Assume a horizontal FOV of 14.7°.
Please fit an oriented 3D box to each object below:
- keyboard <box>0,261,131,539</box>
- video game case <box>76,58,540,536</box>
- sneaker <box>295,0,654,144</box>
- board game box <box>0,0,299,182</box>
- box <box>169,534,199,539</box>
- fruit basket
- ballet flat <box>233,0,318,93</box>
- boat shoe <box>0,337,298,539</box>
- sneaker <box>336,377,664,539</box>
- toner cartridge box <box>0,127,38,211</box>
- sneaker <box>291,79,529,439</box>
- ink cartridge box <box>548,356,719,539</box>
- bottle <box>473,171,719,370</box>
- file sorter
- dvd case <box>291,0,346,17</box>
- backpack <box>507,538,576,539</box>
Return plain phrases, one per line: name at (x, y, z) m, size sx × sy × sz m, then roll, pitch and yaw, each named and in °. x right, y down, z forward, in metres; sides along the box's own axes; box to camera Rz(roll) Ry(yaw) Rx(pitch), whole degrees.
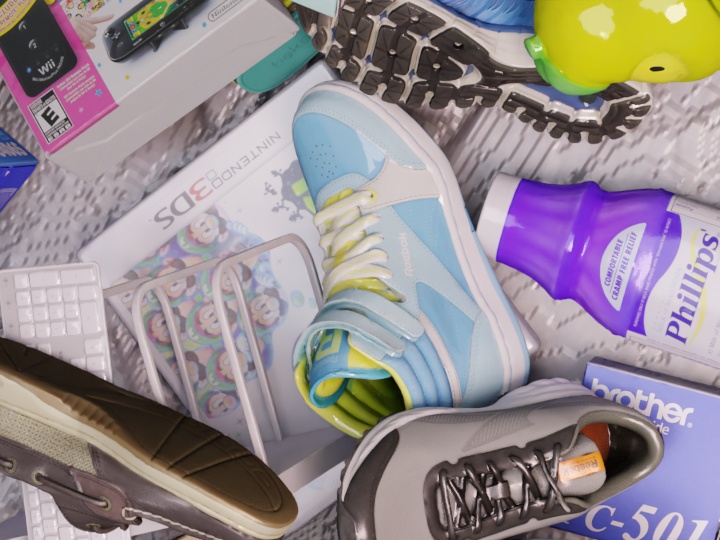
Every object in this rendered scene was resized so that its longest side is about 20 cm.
keyboard at (-0.148, 0.097, 1.420) m, size 0.056 × 0.011 × 0.200 m, roll -5°, pitch 95°, yaw 22°
video game case at (-0.030, 0.016, 1.543) m, size 0.182 × 0.024 × 0.200 m, roll -37°, pitch 87°, yaw 11°
sneaker at (0.060, -0.134, 1.475) m, size 0.200 × 0.089 × 0.079 m, roll 17°, pitch 142°, yaw -15°
board game box at (-0.145, -0.173, 1.501) m, size 0.147 × 0.064 × 0.200 m, roll -35°, pitch 67°, yaw 11°
box at (-0.061, 0.238, 1.519) m, size 0.032 × 0.121 × 0.200 m, roll -27°, pitch 88°, yaw -20°
fruit basket at (0.189, -0.152, 1.398) m, size 0.155 × 0.216 × 0.216 m, roll 32°, pitch 99°, yaw 7°
ballet flat at (-0.002, -0.174, 1.508) m, size 0.200 × 0.067 × 0.067 m, roll -33°, pitch 57°, yaw 12°
boat shoe at (-0.126, 0.097, 1.378) m, size 0.201 × 0.072 × 0.066 m, roll 26°, pitch 108°, yaw 14°
sneaker at (0.069, 0.101, 1.399) m, size 0.079 × 0.200 × 0.074 m, roll 6°, pitch 109°, yaw 50°
toner cartridge box at (-0.268, 0.003, 1.551) m, size 0.043 × 0.095 × 0.200 m, roll 41°, pitch 99°, yaw 5°
sneaker at (0.000, 0.000, 1.451) m, size 0.080 × 0.131 × 0.200 m, roll -34°, pitch 85°, yaw 42°
ink cartridge box at (0.209, 0.117, 1.496) m, size 0.200 × 0.044 × 0.094 m, roll 15°, pitch 95°, yaw 10°
bottle at (0.161, -0.001, 1.485) m, size 0.200 × 0.065 × 0.084 m, roll 19°, pitch 99°, yaw 9°
file sorter at (-0.120, 0.069, 1.484) m, size 0.200 × 0.139 × 0.125 m, roll -15°, pitch 93°, yaw 23°
dvd case at (-0.038, -0.223, 1.457) m, size 0.146 × 0.200 × 0.022 m, roll 24°, pitch 140°, yaw 9°
backpack at (0.070, 0.207, 1.388) m, size 0.200 × 0.163 × 0.154 m, roll -24°, pitch 121°, yaw 33°
